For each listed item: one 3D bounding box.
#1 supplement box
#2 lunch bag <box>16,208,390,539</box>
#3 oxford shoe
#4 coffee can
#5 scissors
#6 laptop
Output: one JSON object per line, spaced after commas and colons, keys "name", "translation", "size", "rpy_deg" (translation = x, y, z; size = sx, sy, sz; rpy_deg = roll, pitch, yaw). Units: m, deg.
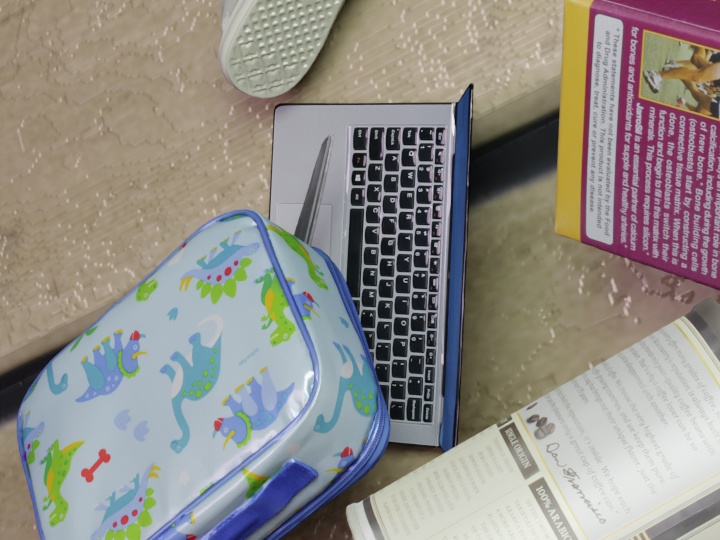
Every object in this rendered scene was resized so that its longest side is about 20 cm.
{"name": "supplement box", "translation": [0.199, -0.063, 1.054], "size": [0.199, 0.103, 0.132], "rpy_deg": [21, 125, 33]}
{"name": "lunch bag", "translation": [-0.085, 0.082, 1.191], "size": [0.200, 0.082, 0.161], "rpy_deg": [-41, 46, 17]}
{"name": "oxford shoe", "translation": [-0.018, -0.188, 1.256], "size": [0.200, 0.075, 0.058], "rpy_deg": [-55, 26, 18]}
{"name": "coffee can", "translation": [0.113, 0.124, 1.059], "size": [0.199, 0.146, 0.147], "rpy_deg": [-29, 71, 2]}
{"name": "scissors", "translation": [-0.039, 0.023, 1.256], "size": [0.201, 0.014, 0.073], "rpy_deg": [-63, 39, 32]}
{"name": "laptop", "translation": [0.000, 0.000, 1.203], "size": [0.199, 0.116, 0.188], "rpy_deg": [3, 89, 34]}
